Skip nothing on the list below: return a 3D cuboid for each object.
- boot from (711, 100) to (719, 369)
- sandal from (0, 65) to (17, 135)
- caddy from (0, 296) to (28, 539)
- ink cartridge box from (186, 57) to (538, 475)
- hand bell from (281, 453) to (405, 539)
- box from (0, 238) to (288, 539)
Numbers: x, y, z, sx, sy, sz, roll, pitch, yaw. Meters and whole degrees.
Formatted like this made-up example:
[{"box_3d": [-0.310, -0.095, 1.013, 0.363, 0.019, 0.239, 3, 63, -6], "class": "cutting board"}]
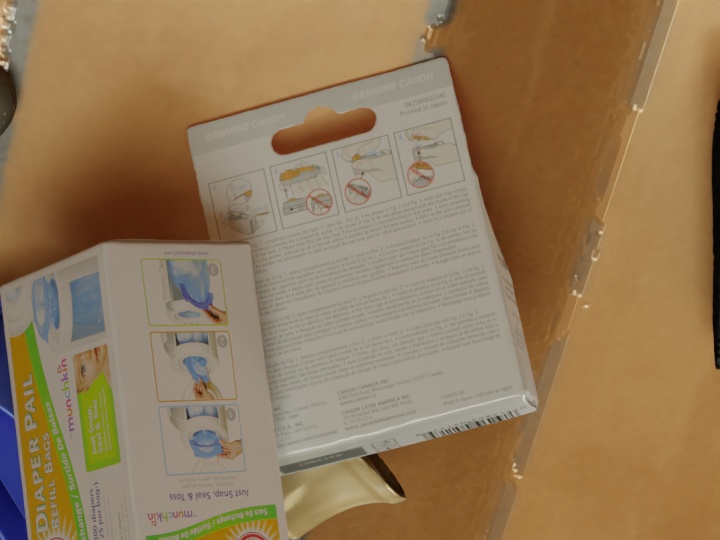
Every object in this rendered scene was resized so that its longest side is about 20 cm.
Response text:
[{"box_3d": [0.280, -0.020, 1.456, 0.161, 0.074, 0.199, -2, 126, 5], "class": "boot"}, {"box_3d": [-0.276, -0.048, 1.456, 0.199, 0.055, 0.082, -33, 113, 17], "class": "sandal"}, {"box_3d": [-0.194, 0.107, 1.515, 0.140, 0.105, 0.201, -8, 121, 33], "class": "caddy"}, {"box_3d": [0.000, 0.000, 1.447, 0.161, 0.202, 0.057, -15, 161, 8], "class": "ink cartridge box"}, {"box_3d": [-0.081, 0.158, 1.509, 0.200, 0.104, 0.104, -41, 112, 2], "class": "hand bell"}, {"box_3d": [-0.117, 0.094, 1.402, 0.101, 0.202, 0.112, 1, 166, -40], "class": "box"}]
